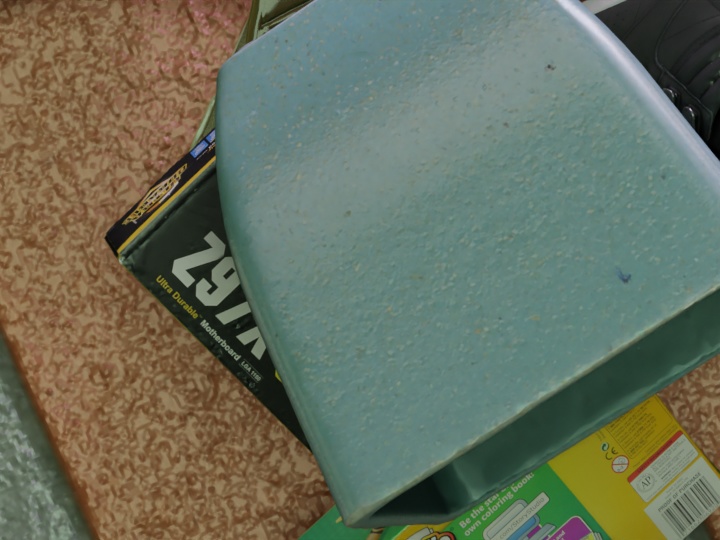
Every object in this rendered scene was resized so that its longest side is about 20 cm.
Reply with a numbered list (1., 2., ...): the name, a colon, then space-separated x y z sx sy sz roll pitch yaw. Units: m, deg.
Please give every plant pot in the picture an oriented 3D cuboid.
1. plant pot: 0.048 -0.027 0.894 0.196 0.196 0.200 -33 77 9

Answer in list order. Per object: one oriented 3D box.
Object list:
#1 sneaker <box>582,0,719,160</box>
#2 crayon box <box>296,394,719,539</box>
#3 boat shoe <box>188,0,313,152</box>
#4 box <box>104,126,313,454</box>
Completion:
1. sneaker: 0.134 -0.078 1.001 0.200 0.071 0.099 -30 47 27
2. crayon box: 0.069 0.126 1.032 0.200 0.058 0.119 -42 118 -2
3. boat shoe: -0.048 -0.066 1.067 0.073 0.063 0.201 13 94 -8
4. box: 0.000 0.000 1.030 0.160 0.049 0.200 -43 112 0
